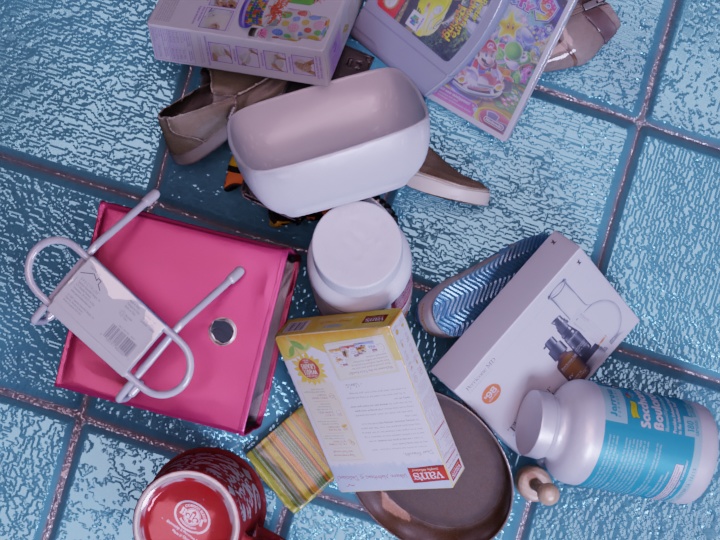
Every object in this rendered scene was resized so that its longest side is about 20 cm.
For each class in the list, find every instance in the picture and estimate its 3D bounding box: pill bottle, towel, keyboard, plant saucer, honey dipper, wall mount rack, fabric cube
[{"bbox_3d":[0.267,0.177,1.672,0.199,0.111,0.112,12,86,-17],"label":"pill bottle"},{"bbox_3d":[-0.026,0.170,1.743,0.200,0.018,0.086,-42,88,-3],"label":"towel"},{"bbox_3d":[-0.035,-0.145,1.700,0.126,0.021,0.201,24,80,5],"label":"keyboard"},{"bbox_3d":[0.075,0.208,1.688,0.199,0.032,0.201,13,120,23],"label":"plant saucer"},{"bbox_3d":[0.187,0.227,1.647,0.038,0.200,0.038,0,87,0],"label":"honey dipper"},{"bbox_3d":[-0.218,0.023,1.533,0.200,0.075,0.174,42,93,5],"label":"wall mount rack"},{"bbox_3d":[0.000,0.000,1.656,0.109,0.200,0.110,-1,74,2],"label":"pill bottle"},{"bbox_3d":[-0.184,0.051,1.660,0.198,0.200,0.197,15,87,2],"label":"fabric cube"}]

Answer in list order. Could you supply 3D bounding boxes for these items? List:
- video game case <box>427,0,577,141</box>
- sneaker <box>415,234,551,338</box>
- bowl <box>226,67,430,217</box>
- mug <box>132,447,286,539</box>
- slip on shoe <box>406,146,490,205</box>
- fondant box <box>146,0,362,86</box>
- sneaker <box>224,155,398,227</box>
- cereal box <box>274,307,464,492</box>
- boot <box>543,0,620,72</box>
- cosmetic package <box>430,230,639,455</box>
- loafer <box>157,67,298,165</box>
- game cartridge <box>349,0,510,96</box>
[{"bbox_3d":[0.139,-0.259,1.711,0.143,0.018,0.201,32,118,12],"label":"video game case"},{"bbox_3d":[0.150,0.014,1.726,0.199,0.081,0.077,-20,93,-22],"label":"sneaker"},{"bbox_3d":[-0.029,-0.125,1.608,0.198,0.200,0.075,-16,118,-4],"label":"bowl"},{"bbox_3d":[-0.149,0.254,1.646,0.176,0.200,0.134,0,85,1],"label":"mug"},{"bbox_3d":[0.051,-0.124,1.737,0.199,0.076,0.061,20,93,9],"label":"slip on shoe"},{"bbox_3d":[-0.110,-0.279,1.702,0.199,0.058,0.145,10,53,13],"label":"fondant box"},{"bbox_3d":[-0.056,-0.076,1.739,0.199,0.070,0.090,31,94,6],"label":"sneaker"},{"bbox_3d":[0.010,0.137,1.635,0.143,0.040,0.201,-6,118,32],"label":"cereal box"},{"bbox_3d":[0.190,-0.311,1.756,0.146,0.070,0.201,-28,88,-8],"label":"boot"},{"bbox_3d":[0.188,0.079,1.688,0.200,0.052,0.151,-49,130,-3],"label":"cosmetic package"},{"bbox_3d":[-0.138,-0.198,1.729,0.200,0.075,0.070,-40,122,-3],"label":"loafer"},{"bbox_3d":[0.087,-0.292,1.694,0.133,0.041,0.200,38,120,7],"label":"game cartridge"}]
